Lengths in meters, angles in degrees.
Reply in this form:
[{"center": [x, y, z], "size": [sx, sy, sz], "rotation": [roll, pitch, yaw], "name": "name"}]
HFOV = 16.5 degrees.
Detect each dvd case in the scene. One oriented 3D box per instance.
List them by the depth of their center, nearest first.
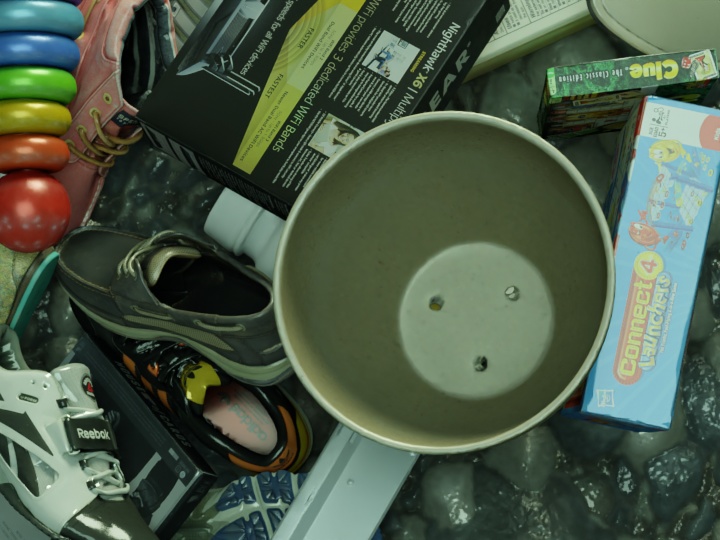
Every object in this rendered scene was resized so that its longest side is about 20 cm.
[{"center": [-0.195, 0.162, 1.609], "size": [0.200, 0.025, 0.150], "rotation": [-52, 53, 11], "name": "dvd case"}]

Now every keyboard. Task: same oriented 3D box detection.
[{"center": [-0.033, 0.184, 1.573], "size": [0.056, 0.011, 0.200], "rotation": [29, 79, 7], "name": "keyboard"}]

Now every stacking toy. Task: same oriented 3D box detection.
[{"center": [-0.215, -0.111, 1.582], "size": [0.085, 0.085, 0.201], "rotation": [-1, 85, 2], "name": "stacking toy"}]

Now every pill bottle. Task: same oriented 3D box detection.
[{"center": [0.000, 0.000, 1.627], "size": [0.200, 0.111, 0.111], "rotation": [36, 88, 5], "name": "pill bottle"}]

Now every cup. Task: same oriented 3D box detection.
[{"center": [0.059, 0.020, 1.488], "size": [0.200, 0.143, 0.201], "rotation": [-2, 78, 10], "name": "cup"}]

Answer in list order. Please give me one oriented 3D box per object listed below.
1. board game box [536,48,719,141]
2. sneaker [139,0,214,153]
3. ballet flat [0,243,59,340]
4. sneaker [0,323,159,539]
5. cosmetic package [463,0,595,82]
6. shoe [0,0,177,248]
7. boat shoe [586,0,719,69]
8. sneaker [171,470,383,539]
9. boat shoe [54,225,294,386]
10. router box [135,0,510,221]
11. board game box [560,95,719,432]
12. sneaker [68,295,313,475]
[{"center": [0.167, -0.111, 1.584], "size": [0.104, 0.200, 0.024], "rotation": [-9, 85, 2], "name": "board game box"}, {"center": [-0.110, -0.167, 1.667], "size": [0.081, 0.074, 0.201], "rotation": [-2, 83, 6], "name": "sneaker"}, {"center": [-0.260, 0.056, 1.639], "size": [0.071, 0.071, 0.200], "rotation": [25, 110, 4], "name": "ballet flat"}, {"center": [-0.186, 0.107, 1.545], "size": [0.200, 0.074, 0.089], "rotation": [39, 98, 23], "name": "sneaker"}, {"center": [0.131, -0.211, 1.658], "size": [0.199, 0.071, 0.105], "rotation": [-23, 86, 0], "name": "cosmetic package"}, {"center": [-0.178, -0.095, 1.635], "size": [0.091, 0.071, 0.201], "rotation": [14, 96, 43], "name": "shoe"}, {"center": [0.224, -0.161, 1.616], "size": [0.199, 0.063, 0.073], "rotation": [6, 86, -27], "name": "boat shoe"}, {"center": [-0.079, 0.175, 1.631], "size": [0.199, 0.085, 0.077], "rotation": [4, 74, 13], "name": "sneaker"}, {"center": [-0.117, 0.005, 1.592], "size": [0.200, 0.073, 0.075], "rotation": [19, 57, 28], "name": "boat shoe"}, {"center": [-0.023, -0.133, 1.581], "size": [0.157, 0.052, 0.200], "rotation": [30, 78, 19], "name": "router box"}, {"center": [0.179, 0.002, 1.575], "size": [0.056, 0.200, 0.197], "rotation": [12, 86, 2], "name": "board game box"}, {"center": [-0.113, 0.060, 1.637], "size": [0.200, 0.090, 0.070], "rotation": [41, 88, 5], "name": "sneaker"}]
